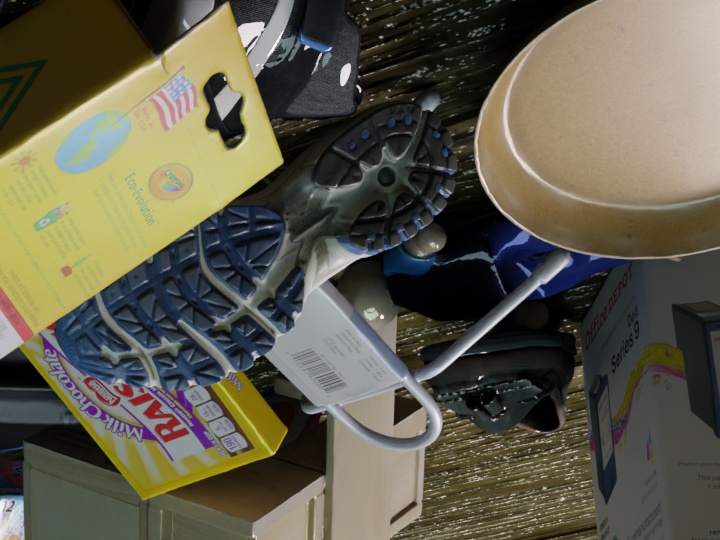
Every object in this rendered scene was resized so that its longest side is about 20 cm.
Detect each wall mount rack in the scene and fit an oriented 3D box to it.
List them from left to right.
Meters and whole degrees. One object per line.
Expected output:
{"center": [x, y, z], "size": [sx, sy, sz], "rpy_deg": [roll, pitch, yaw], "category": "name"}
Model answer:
{"center": [0.000, 0.000, 0.950], "size": [0.173, 0.075, 0.200], "rpy_deg": [-21, 124, 38], "category": "wall mount rack"}

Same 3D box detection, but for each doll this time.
{"center": [0.076, -0.002, 1.024], "size": [0.198, 0.049, 0.136], "rpy_deg": [-16, 150, 23], "category": "doll"}

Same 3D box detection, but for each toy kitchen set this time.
{"center": [-0.077, 0.093, 1.141], "size": [0.179, 0.165, 0.199], "rpy_deg": [14, -158, 29], "category": "toy kitchen set"}

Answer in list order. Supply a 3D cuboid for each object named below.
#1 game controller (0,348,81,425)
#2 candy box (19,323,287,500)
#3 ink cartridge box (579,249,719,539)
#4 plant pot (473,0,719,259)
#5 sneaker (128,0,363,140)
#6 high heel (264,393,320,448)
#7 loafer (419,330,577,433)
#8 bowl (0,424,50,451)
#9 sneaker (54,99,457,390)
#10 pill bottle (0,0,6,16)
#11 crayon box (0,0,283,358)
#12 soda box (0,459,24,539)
{"center": [-0.222, 0.034, 1.017], "size": [0.198, 0.105, 0.042], "rpy_deg": [3, -168, -17], "category": "game controller"}
{"center": [-0.134, 0.033, 0.977], "size": [0.102, 0.026, 0.201], "rpy_deg": [-20, 116, 34], "category": "candy box"}
{"center": [0.189, 0.093, 1.063], "size": [0.086, 0.202, 0.146], "rpy_deg": [4, 154, -8], "category": "ink cartridge box"}
{"center": [0.151, -0.077, 0.874], "size": [0.198, 0.028, 0.201], "rpy_deg": [-3, 143, -2], "category": "plant pot"}
{"center": [-0.061, -0.074, 0.832], "size": [0.111, 0.074, 0.200], "rpy_deg": [4, 155, -24], "category": "sneaker"}
{"center": [-0.080, 0.165, 1.260], "size": [0.200, 0.068, 0.096], "rpy_deg": [-44, 136, 14], "category": "high heel"}
{"center": [0.091, 0.069, 1.082], "size": [0.071, 0.064, 0.200], "rpy_deg": [-8, 176, 21], "category": "loafer"}
{"center": [-0.254, 0.063, 1.121], "size": [0.198, 0.040, 0.201], "rpy_deg": [-3, 154, -1], "category": "bowl"}
{"center": [-0.052, -0.011, 0.843], "size": [0.199, 0.078, 0.085], "rpy_deg": [-28, -164, -17], "category": "sneaker"}
{"center": [-0.185, -0.117, 0.682], "size": [0.111, 0.113, 0.200], "rpy_deg": [6, 153, -20], "category": "pill bottle"}
{"center": [-0.131, -0.031, 0.710], "size": [0.199, 0.051, 0.127], "rpy_deg": [-34, 155, -9], "category": "crayon box"}
{"center": [-0.199, 0.172, 1.251], "size": [0.063, 0.069, 0.199], "rpy_deg": [25, -172, 37], "category": "soda box"}
